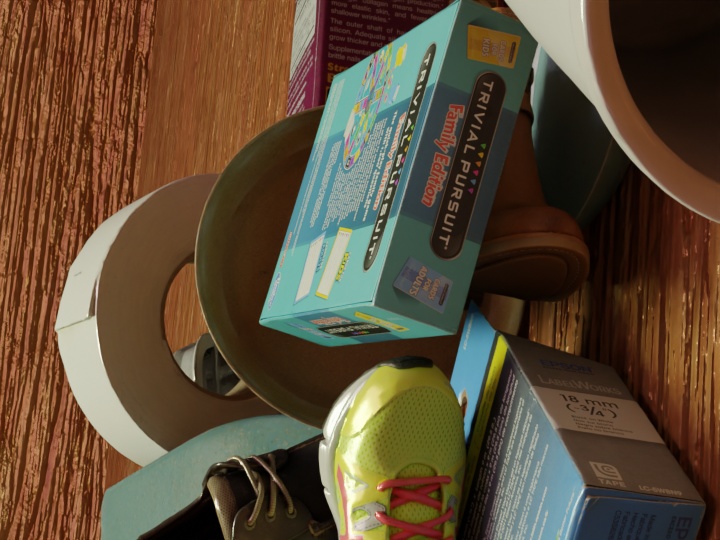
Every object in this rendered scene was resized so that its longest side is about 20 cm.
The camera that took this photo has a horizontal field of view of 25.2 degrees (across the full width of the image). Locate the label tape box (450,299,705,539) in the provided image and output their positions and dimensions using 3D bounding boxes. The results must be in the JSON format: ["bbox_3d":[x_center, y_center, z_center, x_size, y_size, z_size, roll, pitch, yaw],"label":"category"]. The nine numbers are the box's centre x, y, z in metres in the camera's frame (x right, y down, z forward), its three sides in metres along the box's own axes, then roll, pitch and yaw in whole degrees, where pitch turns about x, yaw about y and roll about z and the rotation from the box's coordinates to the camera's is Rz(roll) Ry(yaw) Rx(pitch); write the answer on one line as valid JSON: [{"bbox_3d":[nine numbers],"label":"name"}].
[{"bbox_3d":[0.092,0.122,0.799,0.200,0.062,0.146,-113,33,-64],"label":"label tape box"}]

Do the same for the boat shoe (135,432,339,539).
[{"bbox_3d":[-0.053,0.139,0.859,0.075,0.199,0.073,51,179,44],"label":"boat shoe"}]

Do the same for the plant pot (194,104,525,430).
[{"bbox_3d":[0.000,0.000,0.951,0.028,0.197,0.203,123,152,-72],"label":"plant pot"}]

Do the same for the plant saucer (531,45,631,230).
[{"bbox_3d":[0.119,-0.108,0.887,0.200,0.027,0.203,-173,90,-76],"label":"plant saucer"}]

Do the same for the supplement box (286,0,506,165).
[{"bbox_3d":[0.019,-0.098,1.055,0.103,0.129,0.203,135,142,-69],"label":"supplement box"}]

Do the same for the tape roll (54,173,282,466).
[{"bbox_3d":[-0.102,0.039,1.094,0.071,0.200,0.205,-16,66,58],"label":"tape roll"}]

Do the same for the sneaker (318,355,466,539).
[{"bbox_3d":[0.024,0.143,0.806,0.090,0.077,0.203,-138,50,-64],"label":"sneaker"}]

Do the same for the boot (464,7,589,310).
[{"bbox_3d":[0.078,-0.063,0.859,0.200,0.076,0.157,147,133,-80],"label":"boot"}]

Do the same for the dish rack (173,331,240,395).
[{"bbox_3d":[-0.106,0.128,1.233,0.200,0.043,0.174,-20,-76,-76],"label":"dish rack"}]

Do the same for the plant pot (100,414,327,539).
[{"bbox_3d":[-0.028,0.197,0.981,0.200,0.194,0.198,-41,38,35],"label":"plant pot"}]

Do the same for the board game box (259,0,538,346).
[{"bbox_3d":[0.015,-0.041,0.834,0.200,0.046,0.153,168,119,-71],"label":"board game box"}]

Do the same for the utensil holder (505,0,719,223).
[{"bbox_3d":[0.131,-0.127,0.579,0.200,0.168,0.172,-114,35,-66],"label":"utensil holder"}]
